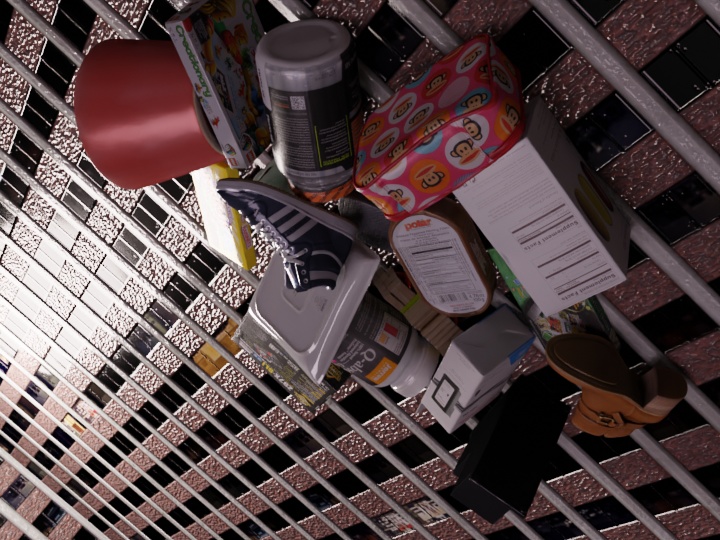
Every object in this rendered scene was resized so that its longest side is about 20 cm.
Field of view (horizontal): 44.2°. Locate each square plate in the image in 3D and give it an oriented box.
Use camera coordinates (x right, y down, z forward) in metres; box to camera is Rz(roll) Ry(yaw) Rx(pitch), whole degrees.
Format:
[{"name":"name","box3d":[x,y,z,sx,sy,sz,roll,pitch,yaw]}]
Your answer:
[{"name":"square plate","box3d":[-0.077,0.022,1.246,0.198,0.028,0.202,39,109,42]}]

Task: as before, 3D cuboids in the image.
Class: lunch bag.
[{"name":"lunch bag","box3d":[0.082,-0.165,0.974,0.199,0.178,0.082,-31,126,30]}]

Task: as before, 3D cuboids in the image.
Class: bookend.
[{"name":"bookend","box3d":[0.202,0.295,1.318,0.091,0.201,0.200,32,141,5]}]

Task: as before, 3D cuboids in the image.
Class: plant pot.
[{"name":"plant pot","box3d":[-0.249,-0.216,1.177,0.175,0.202,0.202,-2,128,27]}]

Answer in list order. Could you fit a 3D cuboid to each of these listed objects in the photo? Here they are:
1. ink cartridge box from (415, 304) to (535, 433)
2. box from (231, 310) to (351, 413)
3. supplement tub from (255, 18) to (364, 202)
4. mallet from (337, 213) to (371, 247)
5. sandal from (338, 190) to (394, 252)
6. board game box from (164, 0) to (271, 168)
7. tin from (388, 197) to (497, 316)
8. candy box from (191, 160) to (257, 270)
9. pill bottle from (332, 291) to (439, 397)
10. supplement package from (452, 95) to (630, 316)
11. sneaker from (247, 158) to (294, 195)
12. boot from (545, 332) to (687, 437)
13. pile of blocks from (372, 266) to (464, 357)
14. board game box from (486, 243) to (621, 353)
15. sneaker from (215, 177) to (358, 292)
[{"name":"ink cartridge box","box3d":[0.160,0.153,1.265,0.068,0.115,0.201,46,145,21]},{"name":"box","box3d":[-0.120,0.144,1.504,0.200,0.049,0.160,42,153,2]},{"name":"supplement tub","box3d":[-0.056,-0.193,1.092,0.121,0.123,0.202,16,136,24]},{"name":"mallet","box3d":[0.000,0.000,1.314,0.065,0.041,0.202,13,140,23]},{"name":"sandal","box3d":[0.062,-0.056,1.207,0.197,0.043,0.077,23,141,0]},{"name":"board game box","box3d":[-0.156,-0.247,1.111,0.034,0.127,0.202,4,132,34]},{"name":"tin","box3d":[0.110,-0.015,1.167,0.110,0.042,0.201,-11,129,27]},{"name":"candy box","box3d":[-0.213,-0.099,1.363,0.101,0.026,0.202,29,143,32]},{"name":"pill bottle","box3d":[0.013,0.101,1.315,0.198,0.118,0.116,32,143,-17]},{"name":"supplement package","box3d":[0.208,-0.071,1.006,0.109,0.114,0.201,-29,110,33]},{"name":"sneaker","box3d":[-0.139,-0.094,1.255,0.073,0.119,0.201,36,143,-3]},{"name":"boot","box3d":[0.313,0.165,1.182,0.197,0.074,0.155,22,147,-3]},{"name":"pile of blocks","box3d":[0.098,0.053,1.282,0.062,0.082,0.200,-41,114,8]},{"name":"board game box","box3d":[0.255,0.036,1.162,0.104,0.024,0.201,-10,122,44]},{"name":"sneaker","box3d":[-0.103,-0.040,1.133,0.198,0.110,0.070,21,170,-23]}]
